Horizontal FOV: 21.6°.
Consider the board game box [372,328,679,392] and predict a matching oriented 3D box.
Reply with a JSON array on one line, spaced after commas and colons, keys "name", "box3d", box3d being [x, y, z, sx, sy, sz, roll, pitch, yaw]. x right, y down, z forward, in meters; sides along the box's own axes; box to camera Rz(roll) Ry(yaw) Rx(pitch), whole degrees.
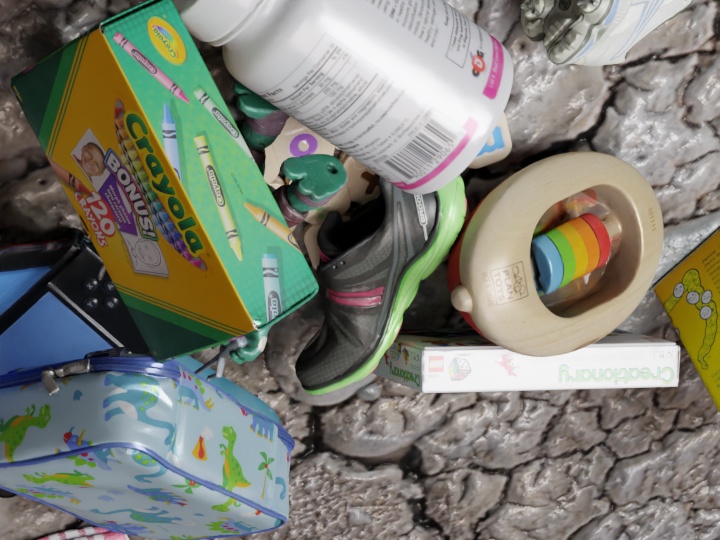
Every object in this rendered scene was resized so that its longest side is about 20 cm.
[{"name": "board game box", "box3d": [0.117, 0.064, 1.387, 0.199, 0.126, 0.035, 0, 94, -17]}]

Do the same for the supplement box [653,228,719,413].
[{"name": "supplement box", "box3d": [0.319, 0.065, 1.397, 0.109, 0.200, 0.109, -42, 129, 19]}]

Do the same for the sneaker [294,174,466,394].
[{"name": "sneaker", "box3d": [0.000, 0.000, 1.317, 0.083, 0.077, 0.201, 23, 117, -13]}]

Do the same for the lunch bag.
[{"name": "lunch bag", "box3d": [-0.153, 0.123, 1.269, 0.160, 0.083, 0.200, -12, 152, 31]}]

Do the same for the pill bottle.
[{"name": "pill bottle", "box3d": [-0.013, -0.143, 1.160, 0.200, 0.114, 0.113, 33, 115, -25]}]

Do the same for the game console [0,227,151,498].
[{"name": "game console", "box3d": [-0.243, 0.076, 1.274, 0.200, 0.119, 0.172, -40, 112, 18]}]

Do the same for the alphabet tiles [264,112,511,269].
[{"name": "alphabet tiles", "box3d": [0.002, -0.086, 1.291, 0.199, 0.015, 0.196, -19, 132, -1]}]

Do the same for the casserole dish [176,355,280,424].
[{"name": "casserole dish", "box3d": [-0.144, 0.126, 1.411, 0.121, 0.039, 0.200, -40, 130, 18]}]

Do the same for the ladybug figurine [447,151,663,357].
[{"name": "ladybug figurine", "box3d": [0.130, -0.012, 1.322, 0.199, 0.072, 0.137, -19, 103, -38]}]

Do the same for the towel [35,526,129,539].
[{"name": "towel", "box3d": [-0.270, 0.276, 1.504, 0.199, 0.030, 0.147, -14, 132, -6]}]

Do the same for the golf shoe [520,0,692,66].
[{"name": "golf shoe", "box3d": [0.194, -0.212, 1.221, 0.097, 0.079, 0.200, 11, 133, -47]}]

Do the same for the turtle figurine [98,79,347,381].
[{"name": "turtle figurine", "box3d": [-0.090, -0.027, 1.242, 0.150, 0.101, 0.200, 43, 129, 5]}]

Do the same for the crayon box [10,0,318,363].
[{"name": "crayon box", "box3d": [-0.120, -0.052, 1.140, 0.058, 0.119, 0.201, -32, 99, -38]}]
